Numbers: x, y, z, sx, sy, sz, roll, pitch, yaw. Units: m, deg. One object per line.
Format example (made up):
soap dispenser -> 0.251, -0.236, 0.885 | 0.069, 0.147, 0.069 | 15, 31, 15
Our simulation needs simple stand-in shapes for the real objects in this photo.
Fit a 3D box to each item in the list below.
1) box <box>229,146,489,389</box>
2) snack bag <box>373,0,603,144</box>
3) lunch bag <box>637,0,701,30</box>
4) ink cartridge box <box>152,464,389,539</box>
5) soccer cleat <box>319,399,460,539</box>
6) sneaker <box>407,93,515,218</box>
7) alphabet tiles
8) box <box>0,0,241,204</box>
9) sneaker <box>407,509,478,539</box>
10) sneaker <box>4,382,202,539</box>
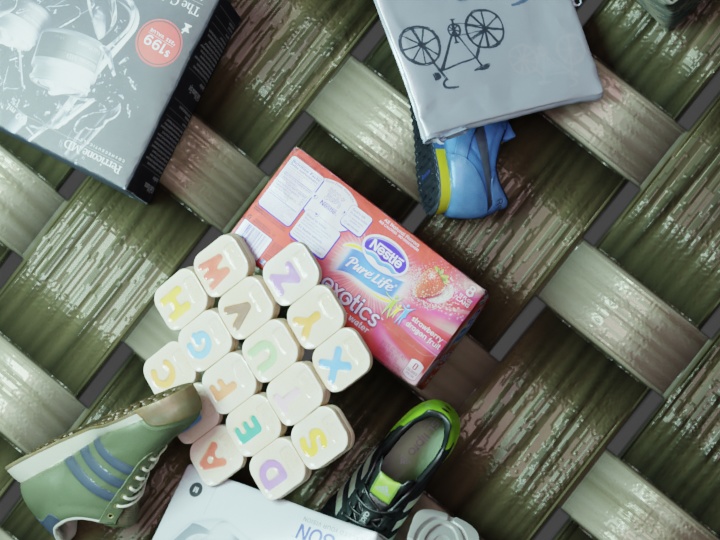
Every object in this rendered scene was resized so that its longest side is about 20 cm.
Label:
box -> 0.000, 0.000, 1.654 | 0.199, 0.095, 0.100 | 37, 90, 7
snack bag -> 0.099, -0.212, 1.660 | 0.187, 0.021, 0.201 | -16, 81, -27
lunch bag -> 0.225, -0.309, 1.630 | 0.117, 0.164, 0.200 | -41, 83, 6
ink cartridge box -> -0.097, 0.276, 1.609 | 0.198, 0.041, 0.201 | 15, 74, 31
soccer cleat -> 0.011, 0.189, 1.643 | 0.067, 0.081, 0.201 | 35, 88, 7
sneaker -> 0.084, -0.142, 1.683 | 0.078, 0.066, 0.202 | -4, 81, -16
alphabet tiles -> -0.087, 0.077, 1.611 | 0.195, 0.015, 0.201 | -37, 77, 28
box -> -0.232, -0.183, 1.687 | 0.199, 0.104, 0.183 | 26, 89, 7
sneaker -> 0.037, 0.273, 1.576 | 0.076, 0.200, 0.081 | 28, 124, 11
sneaker -> -0.196, 0.164, 1.651 | 0.199, 0.067, 0.090 | -24, 93, 29
